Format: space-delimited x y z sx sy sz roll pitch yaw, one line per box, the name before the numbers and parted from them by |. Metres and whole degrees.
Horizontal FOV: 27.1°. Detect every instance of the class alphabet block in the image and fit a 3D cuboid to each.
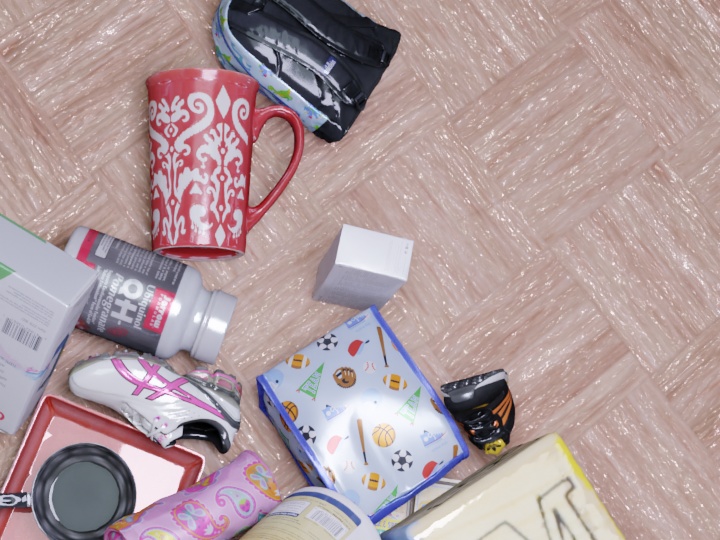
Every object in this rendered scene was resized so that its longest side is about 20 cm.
alphabet block | 0.160 0.315 1.622 0.199 0.195 0.197 -31 86 -14

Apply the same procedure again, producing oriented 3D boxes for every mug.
mug | -0.165 -0.119 1.712 0.176 0.133 0.202 -2 80 21

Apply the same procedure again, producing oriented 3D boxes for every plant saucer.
plant saucer | -0.298 0.265 1.661 0.198 0.037 0.202 22 74 -4

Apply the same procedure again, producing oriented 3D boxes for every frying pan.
frying pan | -0.334 0.261 1.621 0.189 0.031 0.116 -25 82 -10

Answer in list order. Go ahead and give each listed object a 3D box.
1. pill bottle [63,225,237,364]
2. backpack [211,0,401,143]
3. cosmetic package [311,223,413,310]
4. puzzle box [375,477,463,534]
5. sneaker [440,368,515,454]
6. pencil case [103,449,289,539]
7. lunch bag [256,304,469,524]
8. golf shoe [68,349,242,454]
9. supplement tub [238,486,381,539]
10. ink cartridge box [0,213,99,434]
pill bottle | -0.244 0.034 1.682 0.198 0.111 0.112 20 75 -4
backpack | -0.081 -0.267 1.772 0.199 0.153 0.164 34 75 -23
cosmetic package | 0.000 0.000 1.685 0.082 0.200 0.051 11 77 -7
puzzle box | 0.102 0.307 1.725 0.198 0.025 0.134 9 76 -7
sneaker | 0.143 0.163 1.679 0.069 0.200 0.091 -16 83 11
pencil case | -0.178 0.272 1.620 0.199 0.087 0.088 -25 82 -34
lunch bag | 0.002 0.175 1.681 0.169 0.124 0.200 -33 68 -14
golf shoe | -0.226 0.147 1.656 0.198 0.073 0.093 12 53 -16
supplement tub | -0.078 0.333 1.556 0.145 0.144 0.200 50 41 4
ink cartridge box | -0.389 0.057 1.609 0.144 0.201 0.088 30 30 -1
